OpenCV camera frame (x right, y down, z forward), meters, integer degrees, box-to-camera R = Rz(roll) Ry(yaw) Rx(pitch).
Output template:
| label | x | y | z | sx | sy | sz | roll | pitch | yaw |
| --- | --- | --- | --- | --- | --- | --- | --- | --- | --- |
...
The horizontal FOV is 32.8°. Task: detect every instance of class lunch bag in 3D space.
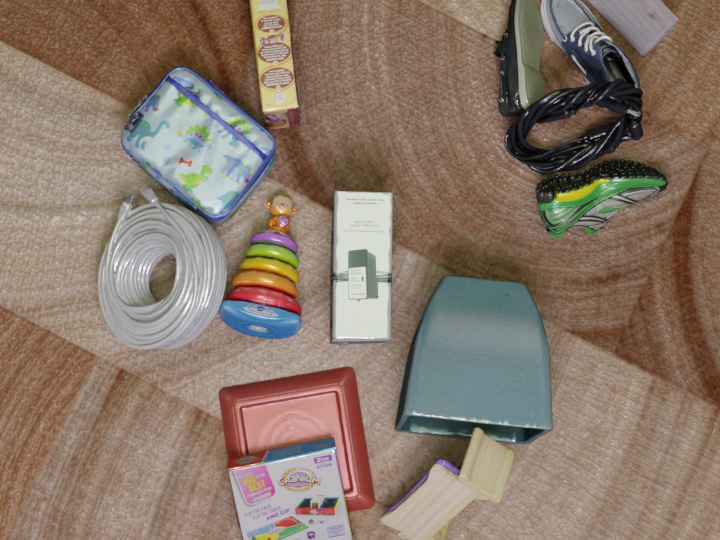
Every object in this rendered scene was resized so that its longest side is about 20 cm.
| label | x | y | z | sx | sy | sz | roll | pitch | yaw |
| --- | --- | --- | --- | --- | --- | --- | --- | --- | --- |
| lunch bag | -0.226 | -0.179 | 1.729 | 0.200 | 0.082 | 0.161 | 40 | 82 | 1 |

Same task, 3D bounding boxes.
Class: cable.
| label | x | y | z | sx | sy | sz | roll | pitch | yaw |
| --- | --- | --- | --- | --- | --- | --- | --- | --- | --- |
| cable | 0.298 | -0.199 | 1.707 | 0.197 | 0.164 | 0.051 | -11 | 63 | 5 |
| cable | -0.275 | 0.009 | 1.679 | 0.199 | 0.069 | 0.202 | 34 | 98 | 30 |

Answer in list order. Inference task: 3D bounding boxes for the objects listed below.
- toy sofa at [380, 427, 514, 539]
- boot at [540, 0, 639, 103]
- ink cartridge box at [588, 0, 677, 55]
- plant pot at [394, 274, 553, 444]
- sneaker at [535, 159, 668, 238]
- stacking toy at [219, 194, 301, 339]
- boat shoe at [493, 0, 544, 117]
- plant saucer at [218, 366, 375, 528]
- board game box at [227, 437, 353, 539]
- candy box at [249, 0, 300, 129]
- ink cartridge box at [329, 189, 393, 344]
| label | x | y | z | sx | sy | sz | roll | pitch | yaw |
| --- | --- | --- | --- | --- | --- | --- | --- | --- | --- |
| toy sofa | 0.113 | 0.290 | 1.630 | 0.097 | 0.200 | 0.083 | 31 | 48 | -3 |
| boot | 0.332 | -0.326 | 1.749 | 0.072 | 0.090 | 0.201 | -35 | 87 | -6 |
| ink cartridge box | 0.376 | -0.391 | 1.702 | 0.050 | 0.200 | 0.161 | -43 | 88 | -5 |
| plant pot | 0.154 | 0.118 | 1.662 | 0.193 | 0.197 | 0.203 | 5 | 76 | -1 |
| sneaker | 0.345 | -0.103 | 1.749 | 0.197 | 0.078 | 0.086 | -14 | 116 | -8 |
| stacking toy | -0.124 | -0.014 | 1.715 | 0.114 | 0.110 | 0.203 | 12 | 73 | -4 |
| boat shoe | 0.222 | -0.309 | 1.756 | 0.066 | 0.074 | 0.202 | -15 | 68 | 37 |
| plant saucer | -0.090 | 0.249 | 1.714 | 0.197 | 0.037 | 0.202 | -9 | 85 | -3 |
| board game box | -0.089 | 0.342 | 1.672 | 0.151 | 0.040 | 0.203 | -10 | 103 | -2 |
| candy box | -0.122 | -0.311 | 1.724 | 0.056 | 0.117 | 0.203 | -8 | 84 | -3 |
| ink cartridge box | 0.000 | 0.000 | 1.685 | 0.082 | 0.147 | 0.203 | 2 | 86 | -2 |
